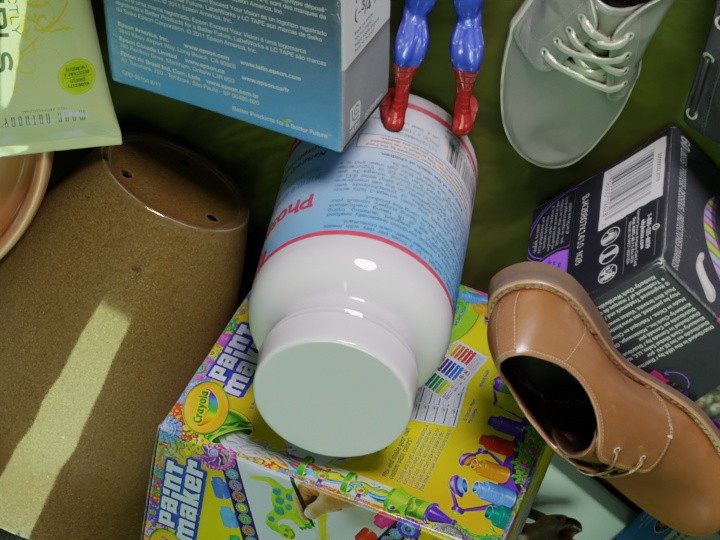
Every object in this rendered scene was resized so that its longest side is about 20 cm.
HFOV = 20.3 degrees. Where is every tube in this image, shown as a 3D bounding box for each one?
[{"bbox_3d":[-0.171,-0.155,1.041,0.058,0.052,0.201,12,118,31],"label":"tube"}]

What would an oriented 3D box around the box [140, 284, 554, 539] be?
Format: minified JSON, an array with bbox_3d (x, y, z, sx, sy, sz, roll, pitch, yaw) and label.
[{"bbox_3d":[0.005,0.101,1.140,0.192,0.200,0.122,21,130,9],"label":"box"}]

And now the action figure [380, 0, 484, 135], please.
[{"bbox_3d":[0.045,-0.161,1.030,0.065,0.052,0.200,7,134,-1],"label":"action figure"}]

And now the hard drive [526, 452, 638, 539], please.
[{"bbox_3d":[0.087,0.156,1.312,0.200,0.026,0.132,39,127,-22],"label":"hard drive"}]

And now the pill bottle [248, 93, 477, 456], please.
[{"bbox_3d":[0.000,0.000,1.078,0.108,0.200,0.109,6,131,6],"label":"pill bottle"}]

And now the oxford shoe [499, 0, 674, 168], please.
[{"bbox_3d":[0.121,-0.125,1.042,0.075,0.058,0.200,17,133,-7],"label":"oxford shoe"}]

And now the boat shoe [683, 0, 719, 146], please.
[{"bbox_3d":[0.199,-0.149,1.004,0.066,0.070,0.201,24,131,28],"label":"boat shoe"}]

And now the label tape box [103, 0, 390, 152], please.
[{"bbox_3d":[-0.059,-0.172,1.007,0.144,0.063,0.200,19,134,20],"label":"label tape box"}]

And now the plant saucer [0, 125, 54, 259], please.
[{"bbox_3d":[-0.261,-0.085,1.123,0.199,0.037,0.201,4,104,14],"label":"plant saucer"}]

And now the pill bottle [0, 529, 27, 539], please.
[{"bbox_3d":[-0.235,0.223,1.378,0.199,0.112,0.112,-6,129,16],"label":"pill bottle"}]

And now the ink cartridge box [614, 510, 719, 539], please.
[{"bbox_3d":[0.205,0.232,1.212,0.084,0.200,0.146,39,101,-19],"label":"ink cartridge box"}]

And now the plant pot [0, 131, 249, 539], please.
[{"bbox_3d":[-0.147,0.027,1.166,0.186,0.187,0.200,26,116,-11],"label":"plant pot"}]

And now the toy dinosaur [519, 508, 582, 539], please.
[{"bbox_3d":[0.029,0.182,1.231,0.199,0.136,0.086,20,126,-10],"label":"toy dinosaur"}]

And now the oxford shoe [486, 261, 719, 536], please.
[{"bbox_3d":[0.129,0.087,1.052,0.071,0.071,0.200,-30,120,32],"label":"oxford shoe"}]

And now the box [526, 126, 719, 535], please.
[{"bbox_3d":[0.193,0.040,1.125,0.106,0.122,0.200,-31,119,33],"label":"box"}]
